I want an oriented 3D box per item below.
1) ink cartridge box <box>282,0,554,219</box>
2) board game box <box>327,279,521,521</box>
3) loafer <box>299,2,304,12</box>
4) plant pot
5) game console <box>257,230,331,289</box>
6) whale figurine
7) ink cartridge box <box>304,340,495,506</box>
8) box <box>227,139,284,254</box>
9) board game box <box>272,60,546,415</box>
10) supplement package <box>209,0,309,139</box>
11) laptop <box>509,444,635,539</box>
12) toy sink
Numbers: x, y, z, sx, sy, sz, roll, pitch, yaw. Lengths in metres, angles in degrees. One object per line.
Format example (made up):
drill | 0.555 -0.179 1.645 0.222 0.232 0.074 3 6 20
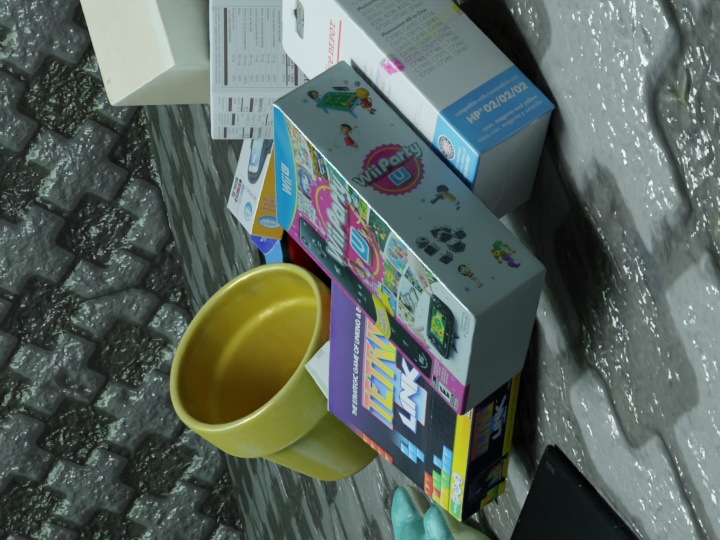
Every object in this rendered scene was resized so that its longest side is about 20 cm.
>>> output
ink cartridge box | 0.033 -0.129 1.034 0.200 0.068 0.115 49 159 20
board game box | 0.047 0.074 1.223 0.165 0.057 0.200 35 140 33
loafer | -0.034 -0.229 1.200 0.076 0.068 0.201 122 142 -70
plant pot | -0.067 0.124 1.640 0.189 0.201 0.201 44 -169 -40
game console | -0.093 -0.010 1.771 0.172 0.118 0.200 -65 -29 -53
whale figurine | 0.067 0.288 1.463 0.200 0.104 0.159 47 152 52
ink cartridge box | 0.033 0.150 1.445 0.146 0.048 0.200 44 -178 -23
box | -0.095 -0.122 1.640 0.119 0.041 0.201 -136 62 -67
board game box | 0.027 -0.019 1.026 0.200 0.064 0.148 48 159 23
supplement package | -0.075 -0.207 1.343 0.200 0.111 0.156 137 132 -82
laptop | 0.186 0.263 1.131 0.187 0.116 0.200 -130 55 -62
toy sink | -0.157 -0.239 1.520 0.112 0.200 0.131 -24 80 42
